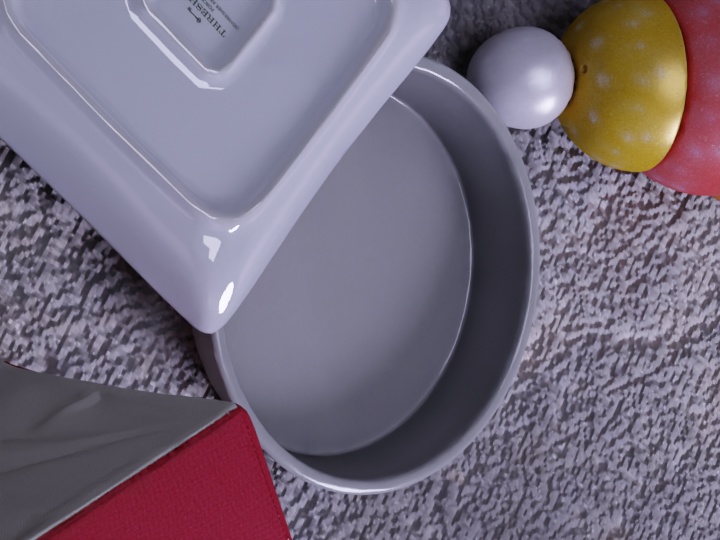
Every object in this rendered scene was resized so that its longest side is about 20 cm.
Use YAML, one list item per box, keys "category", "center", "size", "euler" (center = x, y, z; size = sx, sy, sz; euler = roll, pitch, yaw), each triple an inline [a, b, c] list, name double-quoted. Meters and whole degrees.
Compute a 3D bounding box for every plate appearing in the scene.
- category: "plate"
  center: [-0.069, -0.111, 0.990]
  size: [0.200, 0.032, 0.200]
  euler: [45, 65, -19]

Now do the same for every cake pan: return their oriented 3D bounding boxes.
- category: "cake pan"
  center: [0.000, 0.000, 1.087]
  size: [0.200, 0.037, 0.201]
  euler: [-6, 99, -41]

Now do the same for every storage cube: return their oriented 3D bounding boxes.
- category: "storage cube"
  center: [-0.129, 0.159, 0.903]
  size: [0.200, 0.171, 0.180]
  euler: [-31, 114, -34]

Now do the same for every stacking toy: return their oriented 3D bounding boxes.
- category: "stacking toy"
  center: [0.145, -0.093, 1.163]
  size: [0.199, 0.146, 0.147]
  euler: [0, 95, -26]
